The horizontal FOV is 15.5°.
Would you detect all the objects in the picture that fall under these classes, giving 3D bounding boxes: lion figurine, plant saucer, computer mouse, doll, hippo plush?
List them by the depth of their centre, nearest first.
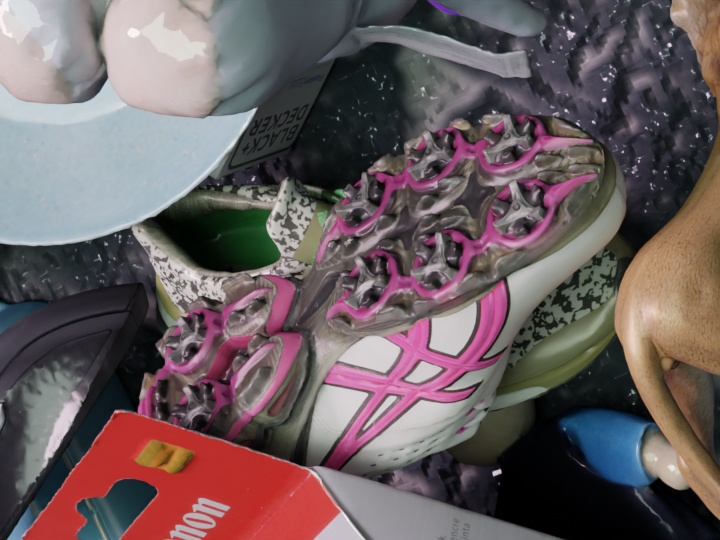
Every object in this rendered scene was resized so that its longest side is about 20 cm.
[{"bbox_3d":[-0.045,-0.140,0.806,0.199,0.159,0.162,3,106,7],"label":"hippo plush"},{"bbox_3d":[0.128,-0.015,0.862,0.122,0.201,0.072,42,144,-23],"label":"lion figurine"},{"bbox_3d":[-0.116,-0.111,0.935,0.200,0.039,0.202,3,104,13],"label":"plant saucer"},{"bbox_3d":[0.098,0.111,0.963,0.200,0.048,0.137,45,134,10],"label":"doll"},{"bbox_3d":[-0.148,0.087,0.976,0.046,0.140,0.201,32,100,-6],"label":"computer mouse"}]

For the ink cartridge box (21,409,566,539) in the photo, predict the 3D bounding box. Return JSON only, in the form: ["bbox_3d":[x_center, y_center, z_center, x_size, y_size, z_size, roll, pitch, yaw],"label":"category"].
[{"bbox_3d":[-0.018,0.125,0.936,0.199,0.050,0.161,16,148,-16],"label":"ink cartridge box"}]

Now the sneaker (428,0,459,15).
[{"bbox_3d":[0.073,-0.159,0.877,0.200,0.099,0.070,-43,81,28],"label":"sneaker"}]

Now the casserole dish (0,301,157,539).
[{"bbox_3d":[-0.133,0.108,1.081,0.121,0.039,0.201,-25,92,29],"label":"casserole dish"}]

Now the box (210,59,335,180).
[{"bbox_3d":[-0.042,-0.148,0.959,0.116,0.060,0.201,35,115,14],"label":"box"}]

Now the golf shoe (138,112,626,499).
[{"bbox_3d":[0.019,0.017,0.893,0.092,0.073,0.200,31,131,-34],"label":"golf shoe"}]

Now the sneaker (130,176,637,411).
[{"bbox_3d":[0.000,0.000,0.947,0.199,0.089,0.077,1,69,24],"label":"sneaker"}]
